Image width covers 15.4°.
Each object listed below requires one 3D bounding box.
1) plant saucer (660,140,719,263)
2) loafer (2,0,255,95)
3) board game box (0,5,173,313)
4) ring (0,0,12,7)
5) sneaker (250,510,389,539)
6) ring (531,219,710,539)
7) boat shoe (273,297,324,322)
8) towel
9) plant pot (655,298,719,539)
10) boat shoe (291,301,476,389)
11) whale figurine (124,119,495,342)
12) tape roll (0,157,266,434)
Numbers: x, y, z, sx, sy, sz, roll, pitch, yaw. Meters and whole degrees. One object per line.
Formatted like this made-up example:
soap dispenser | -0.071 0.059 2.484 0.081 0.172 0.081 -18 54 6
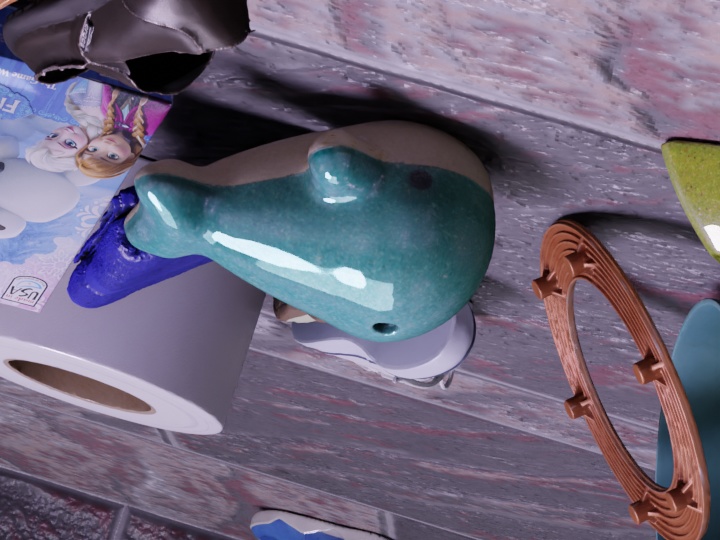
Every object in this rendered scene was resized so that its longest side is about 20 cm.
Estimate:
plant saucer | 0.269 0.002 1.347 0.199 0.048 0.200 9 164 34
loafer | -0.111 -0.111 1.269 0.072 0.073 0.200 62 156 -6
board game box | -0.232 -0.069 1.465 0.199 0.043 0.199 14 139 -22
ring | -0.221 -0.117 1.265 0.019 0.200 0.200 63 160 -3
sneaker | -0.057 0.350 3.116 0.199 0.112 0.077 11 166 30
ring | 0.145 0.067 1.528 0.019 0.201 0.200 -23 173 -12
boat shoe | 0.000 0.000 1.692 0.076 0.072 0.200 6 177 -13
towel | -0.098 -0.032 1.587 0.147 0.050 0.200 -23 178 -16
plant pot | 0.271 0.120 1.537 0.160 0.201 0.201 3 169 -8
boat shoe | 0.036 0.048 1.797 0.086 0.075 0.202 25 167 -29
whale figurine | -0.025 -0.015 1.438 0.199 0.104 0.159 1 155 -13
tape roll | -0.166 0.013 1.776 0.202 0.140 0.203 16 168 4
